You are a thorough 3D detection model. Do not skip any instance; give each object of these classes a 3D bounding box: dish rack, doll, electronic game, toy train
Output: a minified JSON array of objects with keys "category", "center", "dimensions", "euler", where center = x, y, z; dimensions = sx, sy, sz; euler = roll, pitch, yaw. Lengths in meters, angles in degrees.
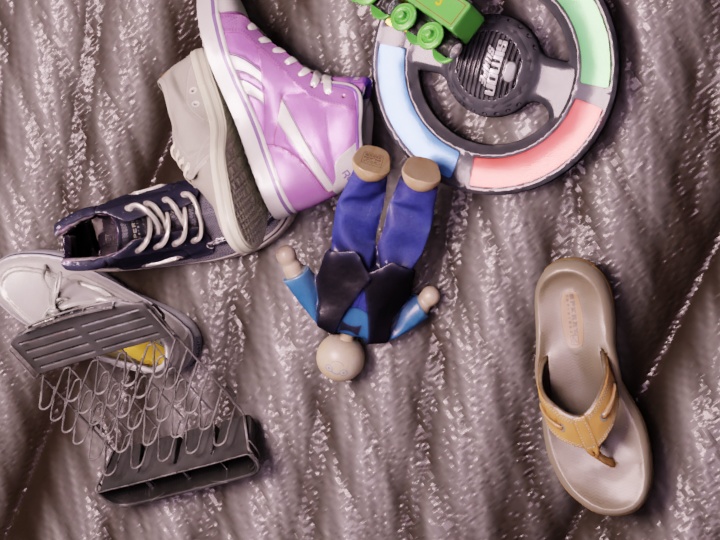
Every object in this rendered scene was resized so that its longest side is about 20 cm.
[{"category":"dish rack","center":[-0.187,0.106,1.459],"dimensions":[0.153,0.055,0.200],"euler":[-17,132,21]},{"category":"doll","center":[0.000,0.000,1.417],"dimensions":[0.136,0.049,0.201],"euler":[11,120,-5]},{"category":"electronic game","center":[0.103,-0.158,1.387],"dimensions":[0.199,0.042,0.201],"euler":[2,96,20]},{"category":"toy train","center":[0.015,-0.228,1.387],"dimensions":[0.200,0.042,0.056],"euler":[40,95,31]}]

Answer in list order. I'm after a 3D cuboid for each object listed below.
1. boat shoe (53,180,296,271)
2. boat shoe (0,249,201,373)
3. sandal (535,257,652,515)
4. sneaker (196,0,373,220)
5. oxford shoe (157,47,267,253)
[{"category":"boat shoe","center":[-0.154,-0.035,1.464],"dimensions":[0.199,0.093,0.075],"euler":[-16,90,20]},{"category":"boat shoe","center":[-0.238,0.040,1.507],"dimensions":[0.201,0.086,0.075],"euler":[25,103,16]},{"category":"sandal","center":[0.170,0.091,1.373],"dimensions":[0.080,0.054,0.201],"euler":[-9,92,21]},{"category":"sneaker","center":[-0.052,-0.152,1.431],"dimensions":[0.114,0.073,0.201],"euler":[-25,82,11]},{"category":"oxford shoe","center":[-0.120,-0.090,1.427],"dimensions":[0.058,0.075,0.201],"euler":[-25,56,11]}]
